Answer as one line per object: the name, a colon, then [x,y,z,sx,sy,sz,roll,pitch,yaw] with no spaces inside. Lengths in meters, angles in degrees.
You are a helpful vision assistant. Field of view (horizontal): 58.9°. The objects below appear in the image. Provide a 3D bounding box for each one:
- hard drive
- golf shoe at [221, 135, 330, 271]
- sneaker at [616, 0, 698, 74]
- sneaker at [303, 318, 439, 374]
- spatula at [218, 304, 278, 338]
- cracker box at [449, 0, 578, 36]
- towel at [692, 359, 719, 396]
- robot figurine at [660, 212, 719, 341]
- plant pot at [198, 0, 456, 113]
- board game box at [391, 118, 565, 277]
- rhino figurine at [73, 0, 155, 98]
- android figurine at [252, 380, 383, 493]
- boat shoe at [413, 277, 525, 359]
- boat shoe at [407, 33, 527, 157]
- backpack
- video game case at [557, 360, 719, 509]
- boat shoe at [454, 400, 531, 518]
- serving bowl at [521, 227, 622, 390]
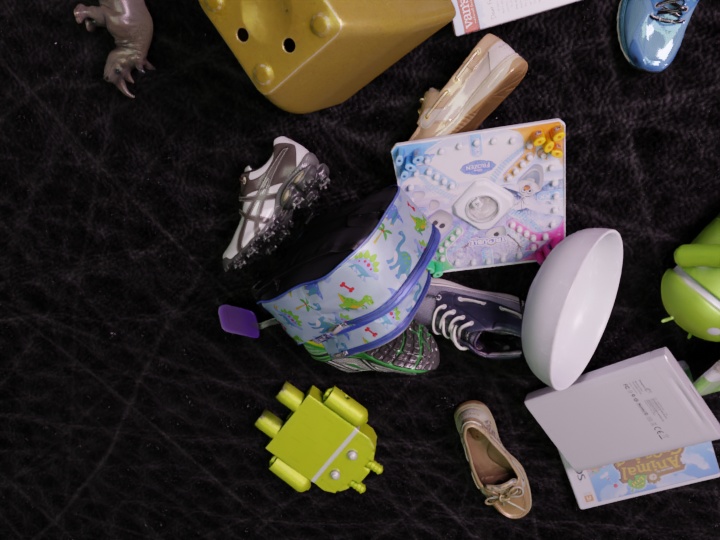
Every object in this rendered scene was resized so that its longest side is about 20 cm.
hard drive: [0.332,0.186,0.823,0.199,0.027,0.132,-31,101,39]
golf shoe: [-0.129,-0.087,0.844,0.095,0.078,0.200,47,108,10]
sneaker: [0.331,-0.314,0.679,0.078,0.090,0.202,8,111,6]
sneaker: [0.012,0.100,0.857,0.199,0.078,0.085,11,144,23]
spatula: [-0.107,0.073,0.911,0.198,0.021,0.057,0,129,5]
cracker box: [0.186,-0.354,0.704,0.198,0.058,0.135,-12,106,12]
towel: [0.488,0.077,0.751,0.148,0.031,0.201,-4,140,-25]
robot figurine: [0.444,-0.001,0.754,0.175,0.116,0.200,24,113,-34]
plant pot: [-0.050,-0.280,0.665,0.194,0.200,0.196,-28,104,34]
board game box: [0.151,-0.076,0.783,0.198,0.026,0.201,-7,129,10]
rhino figurine: [-0.302,-0.316,0.790,0.087,0.060,0.202,-4,111,-1]
android figurine: [-0.059,0.258,0.960,0.200,0.041,0.182,39,110,-4]
boat shoe: [0.124,0.063,0.835,0.198,0.093,0.075,4,114,7]
boat shoe: [0.108,-0.195,0.769,0.200,0.074,0.069,-43,75,27]
backpack: [0.000,0.000,0.758,0.147,0.184,0.199,45,141,-17]
video game case: [0.378,0.235,0.894,0.199,0.022,0.183,-20,105,14]
boat shoe: [0.189,0.285,0.918,0.073,0.063,0.201,-27,103,15]
serving bowl: [0.248,0.040,0.775,0.065,0.199,0.202,20,114,35]
